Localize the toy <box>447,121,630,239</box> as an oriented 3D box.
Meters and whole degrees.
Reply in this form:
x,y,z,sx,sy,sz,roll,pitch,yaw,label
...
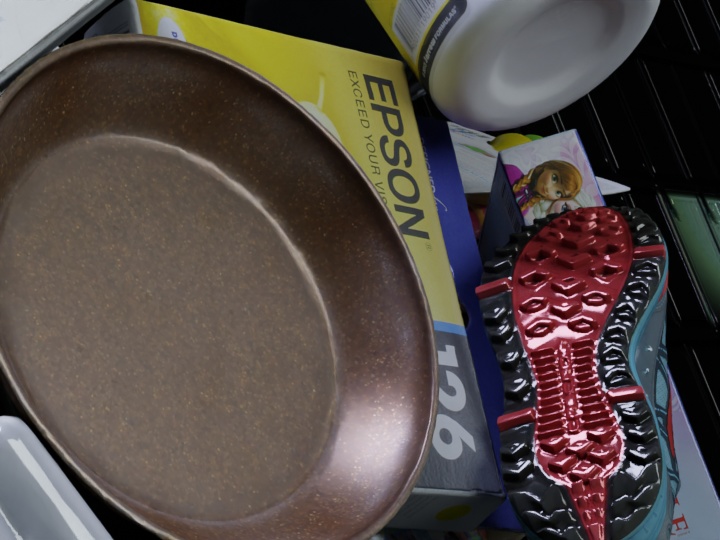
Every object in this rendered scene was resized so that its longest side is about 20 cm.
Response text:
x,y,z,sx,sy,sz,roll,pitch,yaw,label
0.038,-0.042,1.225,0.115,0.048,0.200,23,17,29,toy

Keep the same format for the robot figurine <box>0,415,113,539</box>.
x,y,z,sx,sy,sz,roll,pitch,yaw,label
-0.152,0.113,0.758,0.169,0.113,0.201,-31,92,-21,robot figurine

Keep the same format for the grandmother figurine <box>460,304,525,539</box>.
x,y,z,sx,sy,sz,roll,pitch,yaw,label
0.011,0.028,1.057,0.200,0.060,0.121,49,21,-4,grandmother figurine

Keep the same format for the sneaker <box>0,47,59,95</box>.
x,y,z,sx,sy,sz,roll,pitch,yaw,label
-0.124,-0.068,1.002,0.200,0.076,0.092,-10,69,-60,sneaker

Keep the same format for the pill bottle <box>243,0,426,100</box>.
x,y,z,sx,sy,sz,roll,pitch,yaw,label
0.018,-0.148,1.245,0.112,0.112,0.200,56,30,-8,pill bottle

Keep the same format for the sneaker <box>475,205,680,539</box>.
x,y,z,sx,sy,sz,roll,pitch,yaw,label
0.091,0.059,1.013,0.201,0.079,0.096,-82,162,-45,sneaker

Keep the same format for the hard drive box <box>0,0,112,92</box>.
x,y,z,sx,sy,sz,roll,pitch,yaw,label
-0.176,-0.153,0.879,0.200,0.077,0.156,51,50,-6,hard drive box

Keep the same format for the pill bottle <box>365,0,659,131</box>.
x,y,z,sx,sy,sz,roll,pitch,yaw,label
0.035,-0.167,1.071,0.112,0.112,0.201,10,43,-54,pill bottle

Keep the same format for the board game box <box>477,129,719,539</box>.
x,y,z,sx,sy,sz,roll,pitch,yaw,label
0.106,0.063,1.158,0.200,0.041,0.201,97,-24,-72,board game box

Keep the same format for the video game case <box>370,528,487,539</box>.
x,y,z,sx,sy,sz,roll,pitch,yaw,label
0.020,0.104,1.058,0.200,0.024,0.182,51,12,-9,video game case

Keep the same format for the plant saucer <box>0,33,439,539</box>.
x,y,z,sx,sy,sz,roll,pitch,yaw,label
-0.059,0.014,0.870,0.200,0.037,0.202,22,53,-32,plant saucer

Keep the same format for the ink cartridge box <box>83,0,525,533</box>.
x,y,z,sx,sy,sz,roll,pitch,yaw,label
-0.006,0.003,0.982,0.199,0.047,0.199,7,60,-39,ink cartridge box

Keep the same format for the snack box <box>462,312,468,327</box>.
x,y,z,sx,sy,sz,roll,pitch,yaw,label
0.000,0.000,1.158,0.200,0.024,0.072,40,16,-32,snack box
